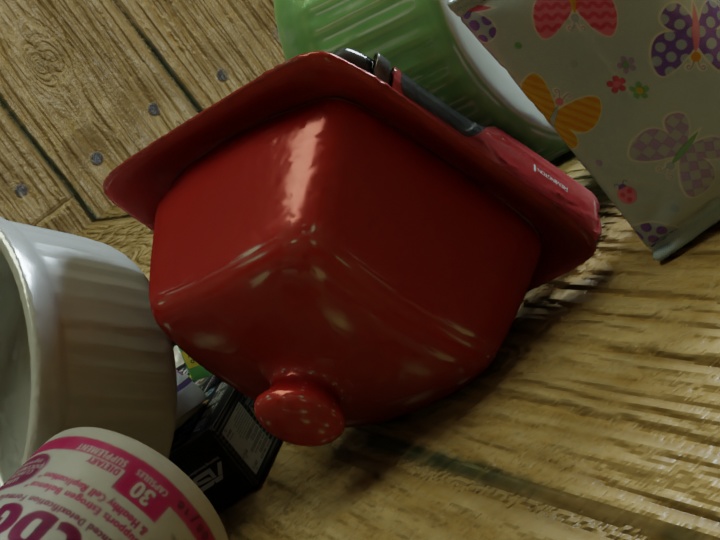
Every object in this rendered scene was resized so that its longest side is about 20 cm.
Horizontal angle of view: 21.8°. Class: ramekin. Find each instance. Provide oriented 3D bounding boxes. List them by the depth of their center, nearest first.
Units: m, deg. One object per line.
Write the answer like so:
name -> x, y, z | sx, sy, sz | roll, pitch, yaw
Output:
ramekin -> -0.185, 0.069, 0.994 | 0.098, 0.201, 0.200 | 8, -24, -41
ramekin -> 0.055, -0.139, 1.040 | 0.098, 0.200, 0.200 | -22, 18, 39

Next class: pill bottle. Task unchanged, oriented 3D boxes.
pill bottle -> -0.152, 0.170, 0.810 | 0.113, 0.113, 0.200 | -27, 16, 45

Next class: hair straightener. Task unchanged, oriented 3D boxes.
hair straightener -> 0.032, -0.053, 0.963 | 0.077, 0.200, 0.041 | -33, 44, 37

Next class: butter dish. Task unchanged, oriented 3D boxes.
butter dish -> -0.017, 0.017, 0.921 | 0.200, 0.199, 0.148 | -25, 43, 44

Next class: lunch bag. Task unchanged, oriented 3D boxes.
lunch bag -> 0.150, -0.128, 0.925 | 0.127, 0.170, 0.200 | -34, 14, 34

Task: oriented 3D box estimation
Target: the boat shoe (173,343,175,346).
boat shoe -> -0.181, 0.069, 1.324 | 0.074, 0.063, 0.201 | -9, 11, 28

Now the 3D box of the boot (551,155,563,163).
boot -> 0.063, -0.135, 1.246 | 0.073, 0.163, 0.198 | -47, 14, -33

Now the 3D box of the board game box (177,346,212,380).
board game box -> 0.000, 0.000, 1.114 | 0.200, 0.029, 0.135 | -18, 16, 17

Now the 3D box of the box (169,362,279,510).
box -> -0.112, 0.106, 1.126 | 0.160, 0.044, 0.200 | -34, 11, 20

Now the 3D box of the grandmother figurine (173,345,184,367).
grandmother figurine -> -0.074, -0.007, 1.255 | 0.121, 0.060, 0.200 | 19, 85, 53

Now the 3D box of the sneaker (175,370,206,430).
sneaker -> -0.163, 0.055, 1.083 | 0.073, 0.114, 0.200 | -40, 12, -19
